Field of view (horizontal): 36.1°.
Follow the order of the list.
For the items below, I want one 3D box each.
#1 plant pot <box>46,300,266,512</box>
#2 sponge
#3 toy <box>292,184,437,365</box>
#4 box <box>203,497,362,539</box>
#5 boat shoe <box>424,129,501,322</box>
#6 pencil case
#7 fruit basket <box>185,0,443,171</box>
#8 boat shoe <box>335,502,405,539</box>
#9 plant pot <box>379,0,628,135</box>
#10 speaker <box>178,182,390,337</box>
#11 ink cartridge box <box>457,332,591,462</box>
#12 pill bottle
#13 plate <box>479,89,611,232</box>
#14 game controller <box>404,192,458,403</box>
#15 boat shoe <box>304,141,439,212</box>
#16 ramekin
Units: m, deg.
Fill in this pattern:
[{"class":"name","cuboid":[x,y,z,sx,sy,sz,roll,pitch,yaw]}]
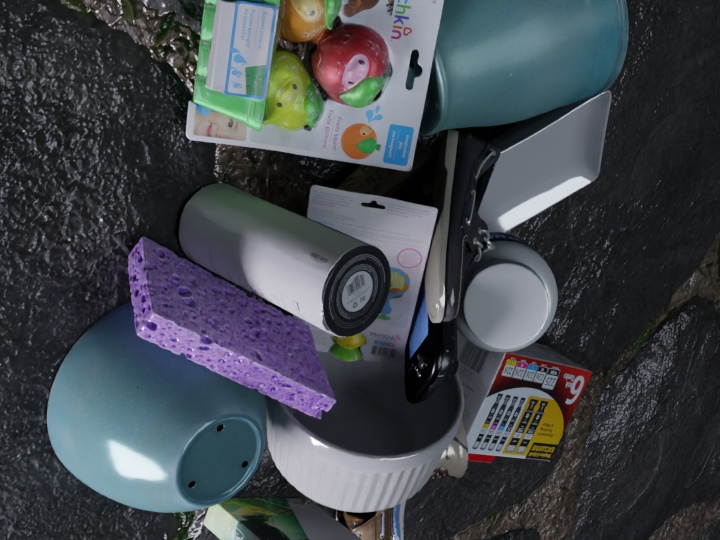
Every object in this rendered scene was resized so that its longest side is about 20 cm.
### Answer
[{"class":"plant pot","cuboid":[-0.162,0.139,1.001,0.199,0.135,0.201,-21,125,-33]},{"class":"sponge","cuboid":[-0.114,0.053,0.982,0.199,0.112,0.030,30,113,-32]},{"class":"toy","cuboid":[0.000,0.000,1.049,0.114,0.047,0.201,10,127,-1]},{"class":"box","cuboid":[-0.050,0.295,1.144,0.144,0.199,0.037,12,99,-46]},{"class":"boat shoe","cuboid":[0.097,-0.042,1.016,0.073,0.062,0.201,109,-10,-60]},{"class":"pencil case","cuboid":[0.026,0.203,1.215,0.199,0.078,0.090,-5,141,-22]},{"class":"fruit basket","cuboid":[-0.037,-0.182,0.917,0.199,0.094,0.186,11,110,-2]},{"class":"boat shoe","cuboid":[0.008,0.289,1.296,0.072,0.072,0.201,2,101,-38]},{"class":"plant pot","cuboid":[0.110,-0.221,1.027,0.187,0.200,0.201,-26,128,-21]},{"class":"speaker","cuboid":[-0.071,-0.013,0.956,0.081,0.199,0.082,-21,122,-38]},{"class":"ink cartridge box","cuboid":[0.171,0.175,1.367,0.199,0.084,0.177,14,102,-46]},{"class":"pill bottle","cuboid":[0.143,0.022,1.133,0.200,0.110,0.112,-60,173,-82]},{"class":"plate","cuboid":[0.170,-0.105,1.180,0.199,0.032,0.200,-29,157,-4]},{"class":"game controller","cuboid":[0.064,0.026,1.076,0.042,0.201,0.104,13,149,-19]},{"class":"boat shoe","cuboid":[-0.006,-0.061,1.101,0.200,0.063,0.073,-36,148,-19]},{"class":"ramekin","cuboid":[-0.003,0.149,1.115,0.199,0.200,0.106,-18,137,-35]}]
